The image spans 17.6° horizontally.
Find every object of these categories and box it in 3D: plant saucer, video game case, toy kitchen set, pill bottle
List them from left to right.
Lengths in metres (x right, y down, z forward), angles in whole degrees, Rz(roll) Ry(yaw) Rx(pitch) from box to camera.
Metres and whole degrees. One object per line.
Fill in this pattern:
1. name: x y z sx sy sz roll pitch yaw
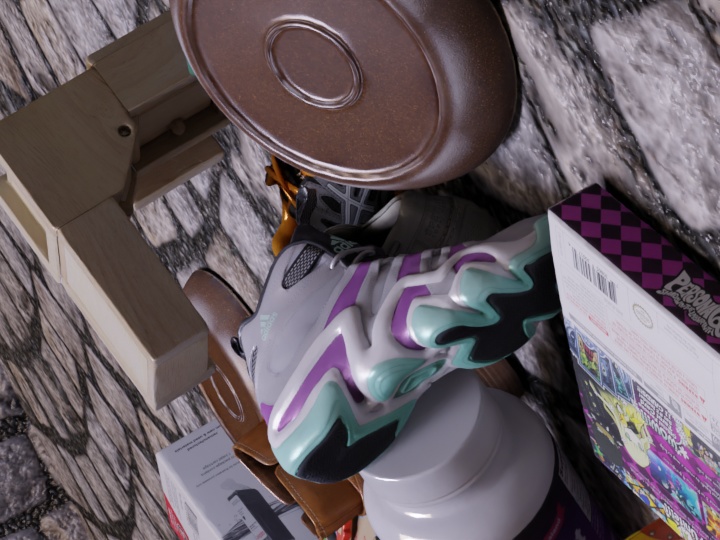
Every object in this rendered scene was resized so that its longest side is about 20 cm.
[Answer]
1. toy kitchen set: -0.093 -0.035 1.404 0.180 0.200 0.163 52 162 17
2. plant saucer: -0.101 0.094 1.940 0.200 0.032 0.200 53 161 27
3. plant saucer: -0.018 -0.111 1.178 0.200 0.032 0.200 22 141 19
4. pill bottle: 0.069 0.135 1.303 0.111 0.111 0.200 42 171 46
5. video game case: 0.169 0.077 1.111 0.200 0.036 0.181 44 158 44

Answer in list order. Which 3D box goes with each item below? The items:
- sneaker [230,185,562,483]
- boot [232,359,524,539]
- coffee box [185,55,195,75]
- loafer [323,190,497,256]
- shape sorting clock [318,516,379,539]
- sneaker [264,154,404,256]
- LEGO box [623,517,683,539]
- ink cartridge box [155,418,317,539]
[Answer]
1. sneaker: 0.011 0.001 1.214 0.078 0.200 0.140 34 -158 -56
2. boot: -0.012 0.071 1.420 0.200 0.155 0.077 44 166 41
3. coffee box: -0.044 -0.174 1.193 0.123 0.044 0.200 17 140 26
4. loafer: 0.000 0.000 1.326 0.070 0.070 0.200 26 148 -22
5. shape sorting clock: 0.001 0.138 1.558 0.200 0.039 0.200 -179 90 -68
6. sneaker: -0.018 -0.066 1.346 0.078 0.077 0.200 50 160 35
7. LEGO box: 0.207 0.246 1.222 0.200 0.077 0.149 41 156 47
8. ink cartridge box: -0.095 0.251 2.117 0.200 0.084 0.144 51 161 29
